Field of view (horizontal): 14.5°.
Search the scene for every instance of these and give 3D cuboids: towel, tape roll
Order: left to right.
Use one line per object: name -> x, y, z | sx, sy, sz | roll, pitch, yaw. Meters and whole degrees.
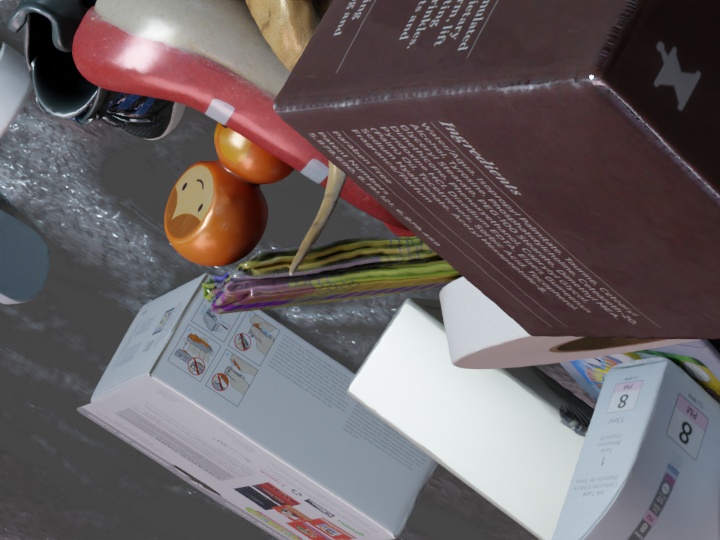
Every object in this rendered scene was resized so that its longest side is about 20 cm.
towel -> 0.000, 0.000, 1.349 | 0.143, 0.023, 0.200 | -7, 178, -7
tape roll -> 0.135, 0.010, 1.294 | 0.203, 0.037, 0.203 | -10, 172, -1

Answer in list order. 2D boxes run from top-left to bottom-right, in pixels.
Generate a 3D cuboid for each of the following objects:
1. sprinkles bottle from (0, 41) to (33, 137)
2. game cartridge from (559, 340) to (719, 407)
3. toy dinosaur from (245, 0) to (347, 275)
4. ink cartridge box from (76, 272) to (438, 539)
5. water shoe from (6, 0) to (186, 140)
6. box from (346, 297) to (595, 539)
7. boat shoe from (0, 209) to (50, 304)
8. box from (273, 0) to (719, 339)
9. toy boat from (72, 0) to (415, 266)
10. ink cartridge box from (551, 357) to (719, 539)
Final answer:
sprinkles bottle -> -0.280, -0.144, 1.601 | 0.200, 0.068, 0.068 | 36, 159, -18
game cartridge -> 0.169, 0.052, 1.527 | 0.133, 0.040, 0.200 | 13, 155, 47
toy dinosaur -> -0.020, -0.109, 1.271 | 0.060, 0.106, 0.200 | 8, -128, -64
ink cartridge box -> -0.070, 0.101, 1.893 | 0.200, 0.084, 0.176 | 34, 159, -14
water shoe -> -0.146, -0.110, 1.488 | 0.071, 0.079, 0.200 | 23, 159, 18
box -> 0.096, 0.099, 1.592 | 0.200, 0.068, 0.082 | 37, -170, 18
boat shoe -> -0.298, -0.040, 1.872 | 0.091, 0.071, 0.200 | 7, 153, 38
box -> 0.110, -0.083, 1.080 | 0.164, 0.166, 0.200 | 41, 158, -29
toy boat -> -0.052, -0.061, 1.363 | 0.200, 0.131, 0.131 | 31, -168, -6
ink cartridge box -> 0.165, 0.171, 1.472 | 0.057, 0.200, 0.163 | -15, 134, 43
